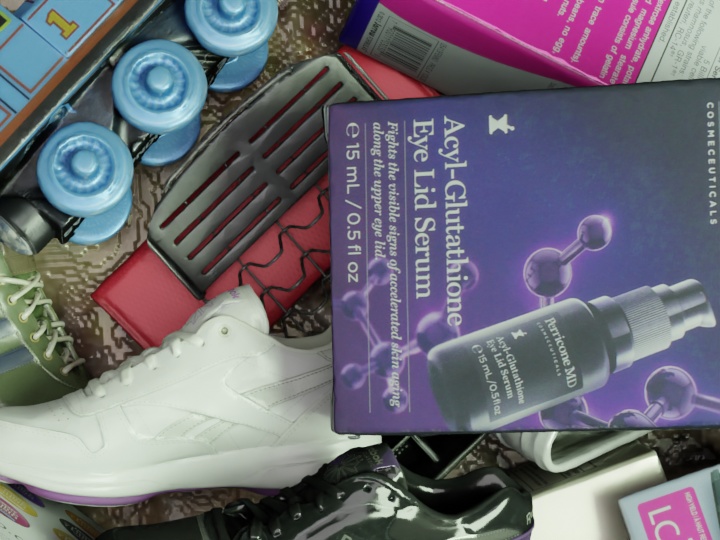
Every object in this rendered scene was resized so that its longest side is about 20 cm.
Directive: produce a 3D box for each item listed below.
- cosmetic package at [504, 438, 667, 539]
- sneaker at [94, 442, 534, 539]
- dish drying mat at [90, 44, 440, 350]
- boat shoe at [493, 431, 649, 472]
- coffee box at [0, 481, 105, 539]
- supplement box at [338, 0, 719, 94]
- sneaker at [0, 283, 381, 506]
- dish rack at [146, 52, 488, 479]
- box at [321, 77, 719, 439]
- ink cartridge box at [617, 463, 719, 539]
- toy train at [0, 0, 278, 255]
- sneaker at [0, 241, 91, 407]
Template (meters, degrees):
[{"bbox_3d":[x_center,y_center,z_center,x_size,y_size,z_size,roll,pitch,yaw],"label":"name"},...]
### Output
[{"bbox_3d":[0.055,0.149,1.015,0.198,0.105,0.072,-20,92,-2],"label":"cosmetic package"},{"bbox_3d":[-0.020,0.111,0.905,0.198,0.076,0.088,5,111,-19],"label":"sneaker"},{"bbox_3d":[-0.040,-0.030,1.055,0.200,0.018,0.077,-45,92,-2],"label":"dish drying mat"},{"bbox_3d":[0.156,0.045,1.017,0.199,0.065,0.074,-28,129,-16],"label":"boat shoe"},{"bbox_3d":[-0.235,0.171,0.950,0.199,0.198,0.201,37,89,-3],"label":"coffee box"},{"bbox_3d":[0.104,-0.124,1.014,0.199,0.101,0.104,28,74,-3],"label":"supplement box"},{"bbox_3d":[-0.087,0.057,0.966,0.198,0.075,0.101,-2,96,-14],"label":"sneaker"},{"bbox_3d":[0.000,0.000,1.024,0.153,0.055,0.200,-44,104,-3],"label":"dish rack"},{"bbox_3d":[0.092,-0.002,0.914,0.198,0.104,0.150,-4,86,17],"label":"box"},{"bbox_3d":[0.226,0.128,0.922,0.198,0.042,0.120,-19,67,3],"label":"ink cartridge box"},{"bbox_3d":[-0.124,-0.102,1.007,0.114,0.087,0.200,40,76,2],"label":"toy train"},{"bbox_3d":[-0.181,0.022,1.019,0.199,0.067,0.090,30,92,0],"label":"sneaker"}]
